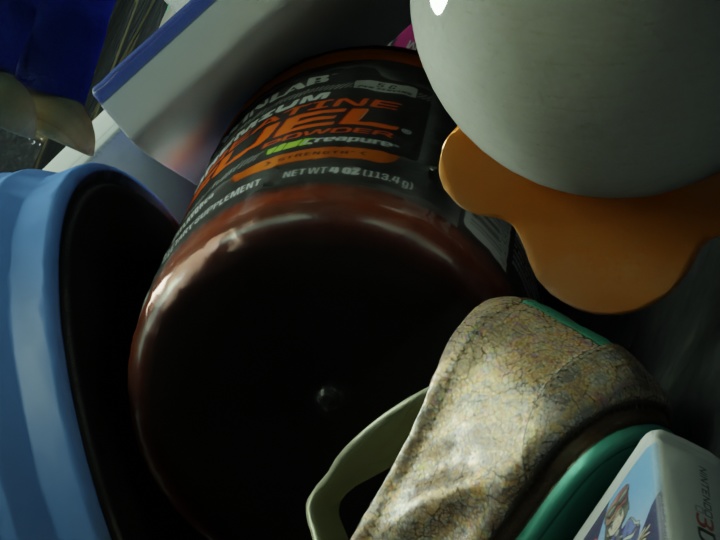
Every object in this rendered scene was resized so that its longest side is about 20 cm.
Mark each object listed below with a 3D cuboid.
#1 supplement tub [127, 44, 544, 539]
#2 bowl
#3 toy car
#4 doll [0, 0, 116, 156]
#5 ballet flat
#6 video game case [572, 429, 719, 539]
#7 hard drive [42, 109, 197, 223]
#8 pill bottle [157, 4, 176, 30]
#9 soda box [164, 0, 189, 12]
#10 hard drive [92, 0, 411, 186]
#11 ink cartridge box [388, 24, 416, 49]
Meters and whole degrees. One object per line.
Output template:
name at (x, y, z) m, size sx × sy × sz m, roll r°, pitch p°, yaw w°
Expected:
supplement tub at (0.000, 0.000, 0.733) m, size 0.107 × 0.106 × 0.200 m, roll -60°, pitch 6°, yaw 20°
bowl at (-0.057, 0.064, 0.723) m, size 0.039 × 0.201 × 0.201 m, roll -19°, pitch 26°, yaw 13°
toy car at (0.077, -0.087, 0.581) m, size 0.184 × 0.176 × 0.201 m, roll -57°, pitch -31°, yaw -66°
doll at (-0.066, -0.136, 0.764) m, size 0.201 × 0.048 × 0.136 m, roll -66°, pitch -19°, yaw 3°
ballet flat at (0.002, 0.090, 0.628) m, size 0.067 × 0.068 × 0.200 m, roll 46°, pitch 109°, yaw 31°
video game case at (0.022, 0.156, 0.523) m, size 0.201 × 0.023 × 0.183 m, roll -60°, pitch 12°, yaw 27°
hard drive at (-0.087, 0.037, 0.862) m, size 0.027 × 0.132 × 0.200 m, roll 3°, pitch 41°, yaw 44°
pill bottle at (-0.048, -0.023, 1.019) m, size 0.113 × 0.113 × 0.201 m, roll -51°, pitch 18°, yaw 51°
soda box at (0.010, -0.158, 1.002) m, size 0.200 × 0.070 × 0.063 m, roll -47°, pitch 2°, yaw -30°
hard drive at (0.012, -0.104, 0.796) m, size 0.200 × 0.025 × 0.132 m, roll -42°, pitch -8°, yaw 2°
ink cartridge box at (0.031, -0.082, 0.914) m, size 0.201 × 0.037 × 0.095 m, roll -65°, pitch -10°, yaw 3°
